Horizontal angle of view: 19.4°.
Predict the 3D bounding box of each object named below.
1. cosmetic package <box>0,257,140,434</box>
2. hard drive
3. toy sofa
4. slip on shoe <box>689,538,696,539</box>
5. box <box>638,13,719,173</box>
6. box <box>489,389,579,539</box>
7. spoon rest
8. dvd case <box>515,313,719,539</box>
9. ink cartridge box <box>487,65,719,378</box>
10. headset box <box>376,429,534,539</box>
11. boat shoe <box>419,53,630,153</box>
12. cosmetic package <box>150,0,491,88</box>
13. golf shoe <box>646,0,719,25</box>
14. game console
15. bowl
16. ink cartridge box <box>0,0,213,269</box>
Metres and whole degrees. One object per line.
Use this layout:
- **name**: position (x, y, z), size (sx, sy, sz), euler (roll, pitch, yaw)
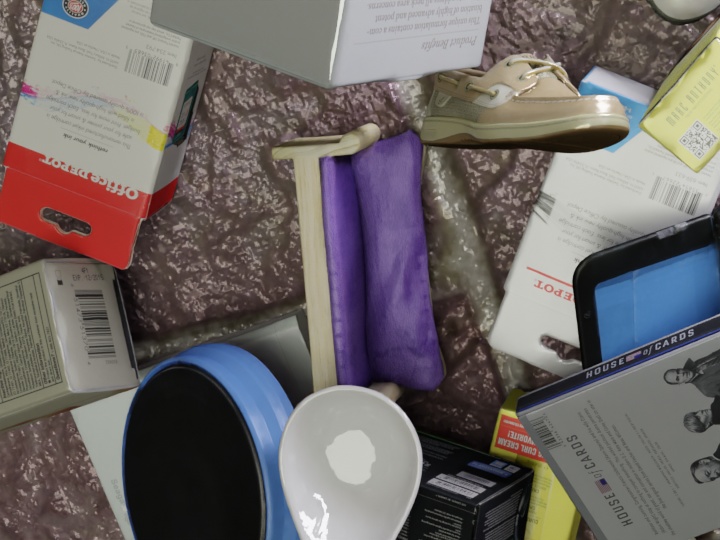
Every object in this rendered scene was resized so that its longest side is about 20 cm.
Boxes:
- **cosmetic package**: position (-0.271, 0.067, 1.558), size (0.199, 0.087, 0.104), euler (-18, 81, 29)
- **hard drive**: position (-0.110, 0.122, 1.597), size (0.198, 0.026, 0.133), euler (-19, 100, 17)
- **toy sofa**: position (0.000, 0.000, 1.493), size (0.097, 0.083, 0.202), euler (-3, 98, 13)
- **slip on shoe**: position (0.166, 0.258, 1.496), size (0.074, 0.199, 0.061), euler (44, 152, 27)
- **box**: position (0.229, -0.123, 1.351), size (0.050, 0.200, 0.075), euler (40, 110, 0)
- **box**: position (0.119, 0.194, 1.538), size (0.075, 0.050, 0.202), euler (17, 108, 12)
- **spoon rest**: position (-0.005, 0.176, 1.414), size (0.098, 0.061, 0.202), euler (1, 102, 12)
- **dvd case**: position (0.225, 0.110, 1.416), size (0.199, 0.025, 0.151), euler (-23, 117, 22)
- **ink cartridge box**: position (0.175, -0.025, 1.462), size (0.115, 0.067, 0.202), euler (22, 109, 6)
- **headset box**: position (0.019, 0.222, 1.505), size (0.173, 0.093, 0.202), euler (15, 108, 28)
- **boat shoe**: position (0.106, -0.114, 1.407), size (0.072, 0.199, 0.066), euler (5, 91, -30)
- **cosmetic package**: position (-0.014, -0.241, 1.370), size (0.165, 0.167, 0.202), euler (22, 111, 34)
- **golf shoe**: position (0.247, -0.246, 1.374), size (0.077, 0.088, 0.201), euler (34, 112, 1)
- **game console**: position (0.252, 0.068, 1.410), size (0.175, 0.116, 0.201), euler (16, 131, 35)
- **bowl**: position (-0.107, 0.154, 1.510), size (0.200, 0.039, 0.203), euler (9, 102, 50)
- **ink cartridge box**: position (-0.183, -0.116, 1.526), size (0.115, 0.067, 0.202), euler (21, 109, 8)
